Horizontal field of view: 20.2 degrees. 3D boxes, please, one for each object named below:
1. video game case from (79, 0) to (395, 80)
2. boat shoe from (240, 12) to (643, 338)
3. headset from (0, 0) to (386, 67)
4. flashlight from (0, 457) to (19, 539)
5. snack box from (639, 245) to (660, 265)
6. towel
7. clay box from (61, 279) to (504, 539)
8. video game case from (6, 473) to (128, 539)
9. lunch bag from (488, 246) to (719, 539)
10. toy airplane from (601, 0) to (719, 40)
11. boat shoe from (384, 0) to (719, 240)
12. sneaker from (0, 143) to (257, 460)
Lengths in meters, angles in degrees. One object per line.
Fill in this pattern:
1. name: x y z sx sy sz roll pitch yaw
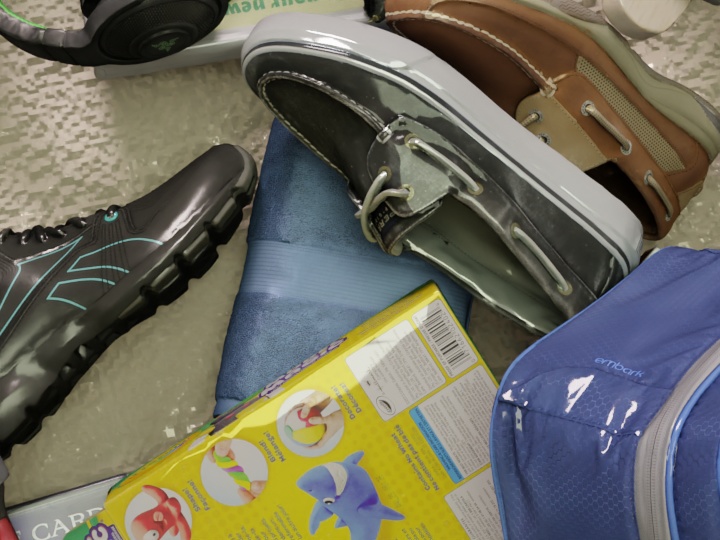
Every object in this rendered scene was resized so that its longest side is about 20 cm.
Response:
1. video game case: -0.044 -0.193 0.969 0.199 0.022 0.183 -10 75 -8
2. boat shoe: 0.030 -0.039 0.874 0.200 0.072 0.071 31 59 0
3. headset: -0.084 -0.147 0.917 0.199 0.094 0.124 6 77 13
4. flashlight: -0.145 0.154 0.860 0.068 0.068 0.200 -19 100 28
5. snack box: 0.103 0.088 0.952 0.072 0.024 0.200 40 80 -1
6. towel: 0.000 0.000 0.943 0.111 0.049 0.201 12 81 -4
7. clay box: -0.021 0.106 0.884 0.200 0.048 0.115 -32 97 3
8. video game case: -0.147 0.208 0.914 0.142 0.019 0.201 -16 83 -8
9. lunch bag: 0.163 0.076 0.845 0.200 0.132 0.136 -34 121 -42
10. toy airplane: 0.173 -0.201 0.941 0.199 0.141 0.201 -4 67 -26
11. boat shoe: 0.089 -0.072 0.912 0.200 0.076 0.072 27 77 -33
12. sneaker: -0.133 0.004 0.914 0.200 0.075 0.079 -42 83 -7
